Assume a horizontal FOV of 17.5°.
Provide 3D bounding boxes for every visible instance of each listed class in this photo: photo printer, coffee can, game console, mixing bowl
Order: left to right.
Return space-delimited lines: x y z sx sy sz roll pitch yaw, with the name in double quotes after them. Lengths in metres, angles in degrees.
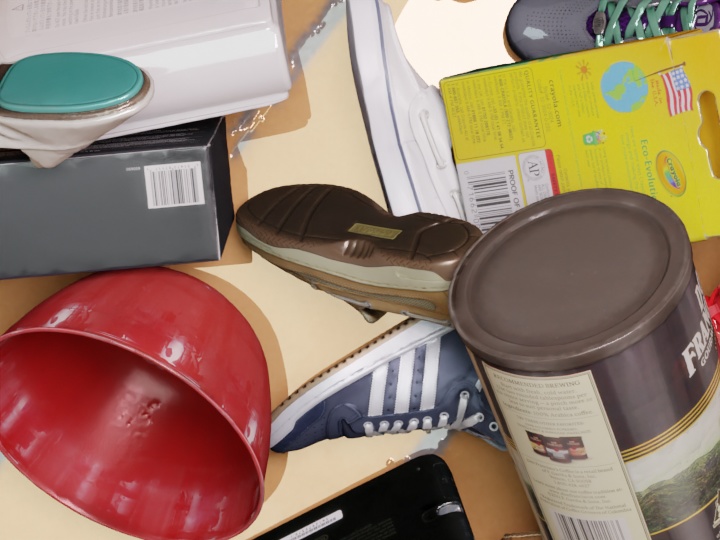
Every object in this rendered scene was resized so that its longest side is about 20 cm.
-0.147 -0.147 1.472 0.199 0.167 0.070 -11 122 1 "photo printer"
-0.133 0.069 1.473 0.199 0.200 0.109 26 53 1 "mixing bowl"
0.002 0.244 1.495 0.199 0.176 0.117 -27 126 5 "game console"
0.150 0.073 1.407 0.146 0.147 0.201 -23 127 1 "coffee can"

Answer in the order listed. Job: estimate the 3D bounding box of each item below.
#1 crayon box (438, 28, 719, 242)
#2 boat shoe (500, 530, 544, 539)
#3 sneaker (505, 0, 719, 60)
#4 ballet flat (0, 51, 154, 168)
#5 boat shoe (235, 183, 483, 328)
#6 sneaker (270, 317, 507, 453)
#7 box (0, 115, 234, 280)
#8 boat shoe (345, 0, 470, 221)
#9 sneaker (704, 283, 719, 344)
0.154 -0.075 1.443 0.199 0.051 0.128 -6 98 35 "crayon box"
0.183 0.164 1.512 0.199 0.072 0.068 -3 85 -8 "boat shoe"
0.194 -0.163 1.496 0.199 0.088 0.075 2 83 1 "sneaker"
-0.211 -0.091 1.379 0.199 0.069 0.070 1 90 14 "ballet flat"
0.000 0.000 1.482 0.072 0.199 0.077 -38 127 -31 "boat shoe"
0.039 0.091 1.511 0.199 0.070 0.109 -31 87 -2 "sneaker"
-0.185 -0.046 1.477 0.199 0.141 0.079 -5 104 2 "box"
0.039 -0.088 1.517 0.065 0.074 0.201 -15 100 -3 "boat shoe"
0.238 0.024 1.466 0.115 0.079 0.201 -5 125 8 "sneaker"
